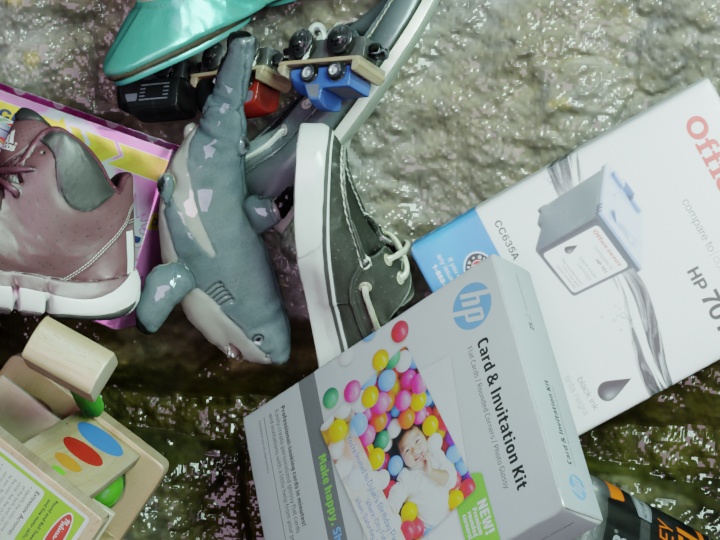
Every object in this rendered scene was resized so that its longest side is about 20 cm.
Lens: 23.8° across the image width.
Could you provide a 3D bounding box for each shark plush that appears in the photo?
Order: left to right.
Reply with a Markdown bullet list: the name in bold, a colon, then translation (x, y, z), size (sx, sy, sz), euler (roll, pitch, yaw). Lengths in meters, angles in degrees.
- **shark plush**: translation (-0.072, -0.044, 1.019), size (0.082, 0.091, 0.203), euler (12, 104, 15)

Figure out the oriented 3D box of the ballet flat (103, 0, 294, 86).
- **ballet flat**: translation (-0.074, -0.179, 1.014), size (0.198, 0.067, 0.071), euler (-27, 112, -17)

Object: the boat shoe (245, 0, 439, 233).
- **boat shoe**: translation (-0.014, -0.119, 1.033), size (0.061, 0.073, 0.201), euler (35, 102, 2)

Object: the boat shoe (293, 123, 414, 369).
- **boat shoe**: translation (0.000, 0.000, 1.008), size (0.063, 0.071, 0.202), euler (-4, 127, 8)

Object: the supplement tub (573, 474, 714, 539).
- **supplement tub**: translation (0.151, 0.196, 0.975), size (0.198, 0.123, 0.123), euler (28, 96, -9)

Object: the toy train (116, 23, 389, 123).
- **toy train**: translation (-0.069, -0.113, 1.020), size (0.198, 0.034, 0.046), euler (-2, 74, 34)

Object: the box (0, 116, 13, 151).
- **box**: translation (-0.274, -0.008, 1.027), size (0.109, 0.035, 0.202), euler (22, 98, 7)

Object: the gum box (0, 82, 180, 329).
- **gum box**: translation (-0.216, -0.052, 1.066), size (0.198, 0.066, 0.115), euler (19, 96, 7)

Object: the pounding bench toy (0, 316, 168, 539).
- **pounding bench toy**: translation (-0.190, 0.112, 1.019), size (0.124, 0.156, 0.201), euler (36, 101, 5)

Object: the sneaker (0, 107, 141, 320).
- **sneaker**: translation (-0.219, -0.036, 0.963), size (0.198, 0.076, 0.117), euler (3, 97, -23)

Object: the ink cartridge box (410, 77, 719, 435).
- **ink cartridge box**: translation (0.150, -0.001, 1.007), size (0.199, 0.086, 0.148), euler (-30, 88, 10)

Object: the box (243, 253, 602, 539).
- **box**: translation (0.027, 0.109, 0.947), size (0.199, 0.041, 0.157), euler (-33, 53, 28)
